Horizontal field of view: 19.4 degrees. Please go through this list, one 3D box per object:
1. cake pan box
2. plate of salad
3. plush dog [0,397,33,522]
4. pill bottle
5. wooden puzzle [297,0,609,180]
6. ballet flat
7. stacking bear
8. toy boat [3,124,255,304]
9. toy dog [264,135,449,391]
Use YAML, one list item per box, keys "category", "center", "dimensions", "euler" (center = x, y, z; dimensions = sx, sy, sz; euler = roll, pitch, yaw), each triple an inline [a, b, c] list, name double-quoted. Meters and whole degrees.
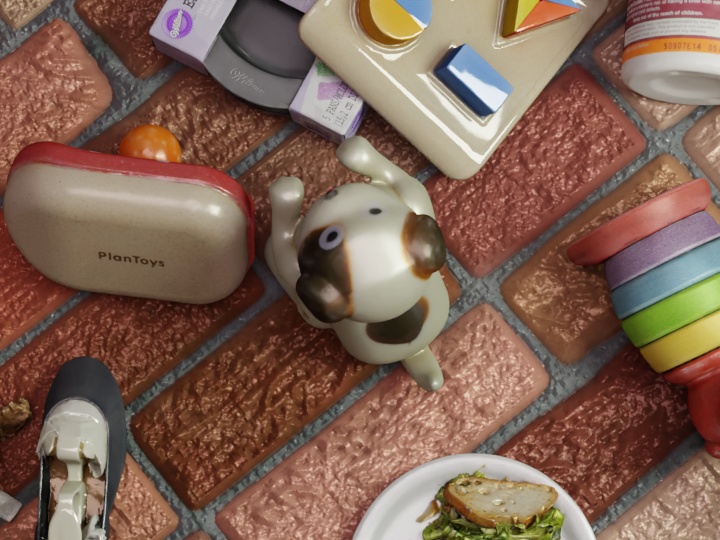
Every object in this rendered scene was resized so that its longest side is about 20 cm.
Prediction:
- category: "cake pan box"
  center: [-0.048, -0.220, 1.696]
  dimensions: [0.184, 0.052, 0.200]
  euler: [29, 82, 9]
- category: "plate of salad"
  center: [0.087, 0.239, 1.614]
  dimensions: [0.200, 0.048, 0.200]
  euler: [0, 81, 2]
- category: "plush dog"
  center: [-0.335, 0.128, 1.586]
  dimensions: [0.160, 0.172, 0.200]
  euler: [-19, 79, -1]
- category: "pill bottle"
  center: [0.269, -0.239, 1.654]
  dimensions: [0.114, 0.114, 0.200]
  euler: [6, 81, 3]
- category: "wooden puzzle"
  center: [0.079, -0.201, 1.654]
  dimensions: [0.185, 0.046, 0.200]
  euler: [42, 79, -13]
- category: "ballet flat"
  center: [-0.219, 0.163, 1.629]
  dimensions: [0.073, 0.073, 0.200]
  euler: [4, 80, 3]
- category: "stacking bear"
  center: [0.258, 0.042, 1.614]
  dimensions: [0.121, 0.114, 0.200]
  euler: [-26, 85, -2]
- category: "toy boat"
  center: [-0.176, -0.060, 1.653]
  dimensions: [0.200, 0.131, 0.131]
  euler: [8, 50, 3]
- category: "toy dog"
  center: [0.000, 0.000, 1.580]
  dimensions: [0.139, 0.200, 0.194]
  euler: [-17, 80, 0]
